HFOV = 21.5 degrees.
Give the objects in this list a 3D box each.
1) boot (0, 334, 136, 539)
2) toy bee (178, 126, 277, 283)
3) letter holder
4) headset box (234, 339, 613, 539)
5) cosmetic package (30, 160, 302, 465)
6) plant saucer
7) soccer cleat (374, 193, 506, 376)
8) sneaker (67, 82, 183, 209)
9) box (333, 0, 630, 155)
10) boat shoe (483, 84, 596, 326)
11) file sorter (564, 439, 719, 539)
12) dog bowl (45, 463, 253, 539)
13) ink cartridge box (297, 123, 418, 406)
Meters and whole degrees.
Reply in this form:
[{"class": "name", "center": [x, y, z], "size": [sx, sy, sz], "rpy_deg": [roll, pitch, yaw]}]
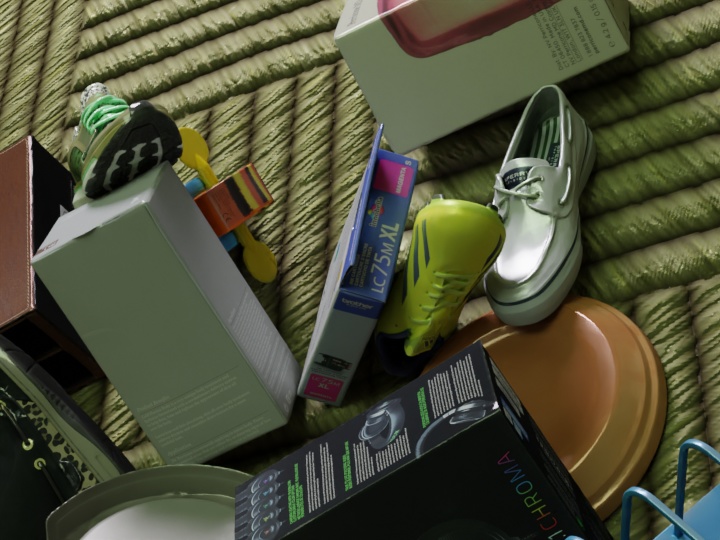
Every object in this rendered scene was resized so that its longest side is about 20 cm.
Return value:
[{"class": "boot", "center": [-0.282, 0.146, 1.437], "size": [0.203, 0.073, 0.154], "rpy_deg": [44, 90, 7]}, {"class": "toy bee", "center": [-0.117, -0.056, 1.510], "size": [0.108, 0.132, 0.199], "rpy_deg": [-35, 26, -30]}, {"class": "letter holder", "center": [-0.300, 0.014, 1.587], "size": [0.141, 0.101, 0.201], "rpy_deg": [-27, 46, 17]}, {"class": "headset box", "center": [0.038, 0.175, 1.160], "size": [0.199, 0.175, 0.093], "rpy_deg": [-30, 22, 10]}, {"class": "cosmetic package", "center": [-0.137, 0.035, 1.374], "size": [0.106, 0.201, 0.090], "rpy_deg": [-24, 17, 17]}, {"class": "plant saucer", "center": [0.109, 0.097, 1.284], "size": [0.199, 0.037, 0.201], "rpy_deg": [-19, 48, 22]}, {"class": "soccer cleat", "center": [0.053, 0.014, 1.300], "size": [0.064, 0.200, 0.084], "rpy_deg": [16, 65, -6]}, {"class": "sneaker", "center": [-0.190, -0.100, 1.409], "size": [0.076, 0.200, 0.089], "rpy_deg": [-20, 83, -22]}, {"class": "box", "center": [0.095, -0.192, 1.440], "size": [0.199, 0.109, 0.128], "rpy_deg": [-23, 21, 17]}, {"class": "boat shoe", "center": [0.118, -0.051, 1.343], "size": [0.073, 0.067, 0.201], "rpy_deg": [-13, 39, 25]}, {"class": "file sorter", "center": [0.188, 0.185, 1.039], "size": [0.199, 0.123, 0.139], "rpy_deg": [-35, 54, -21]}, {"class": "dog bowl", "center": [-0.128, 0.215, 1.281], "size": [0.198, 0.059, 0.201], "rpy_deg": [-3, 32, 2]}, {"class": "ink cartridge box", "center": [0.000, 0.000, 1.337], "size": [0.042, 0.200, 0.120], "rpy_deg": [15, 59, -2]}]
